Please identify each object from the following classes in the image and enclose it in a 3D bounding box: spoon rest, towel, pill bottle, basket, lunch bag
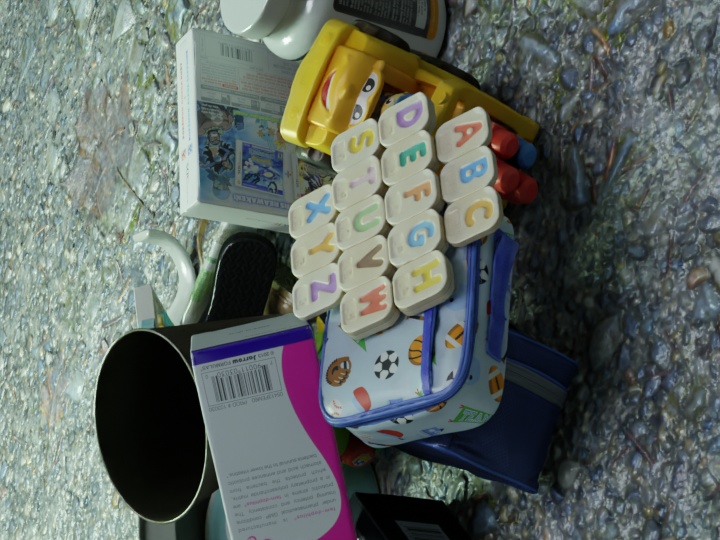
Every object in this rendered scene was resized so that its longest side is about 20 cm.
[{"bbox_3d":[-0.214,0.053,1.948,0.099,0.060,0.202,-13,84,54],"label":"spoon rest"},{"bbox_3d":[-0.134,-0.021,1.799,0.201,0.031,0.149,-65,-3,19],"label":"towel"},{"bbox_3d":[-0.026,-0.248,1.619,0.116,0.199,0.117,-20,64,50],"label":"pill bottle"},{"bbox_3d":[-0.130,0.119,1.582,0.135,0.199,0.182,13,108,33],"label":"basket"},{"bbox_3d":[0.076,0.092,1.432,0.199,0.135,0.133,12,77,50],"label":"lunch bag"},{"bbox_3d":[0.048,0.032,1.333,0.160,0.075,0.201,-19,53,37],"label":"lunch bag"}]

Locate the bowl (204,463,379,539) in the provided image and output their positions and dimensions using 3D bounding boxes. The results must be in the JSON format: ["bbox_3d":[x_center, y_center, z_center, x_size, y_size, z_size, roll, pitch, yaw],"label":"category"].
[{"bbox_3d":[-0.078,0.251,1.647,0.200,0.104,0.203,-18,68,52],"label":"bowl"}]

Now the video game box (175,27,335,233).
[{"bbox_3d":[-0.083,-0.129,1.672,0.047,0.199,0.184,-33,54,51],"label":"video game box"}]

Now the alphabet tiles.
[{"bbox_3d":[0.022,-0.046,1.342,0.195,0.015,0.201,-25,49,26],"label":"alphabet tiles"}]

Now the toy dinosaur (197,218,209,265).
[{"bbox_3d":[-0.142,-0.104,1.815,0.201,0.060,0.106,-64,-2,-3],"label":"toy dinosaur"}]

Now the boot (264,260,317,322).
[{"bbox_3d":[-0.104,0.097,1.765,0.175,0.066,0.202,36,111,66],"label":"boot"}]

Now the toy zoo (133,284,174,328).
[{"bbox_3d":[-0.202,0.099,1.744,0.200,0.020,0.132,78,-178,-71],"label":"toy zoo"}]

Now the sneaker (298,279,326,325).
[{"bbox_3d":[0.000,0.000,1.528,0.076,0.199,0.114,44,88,10],"label":"sneaker"}]

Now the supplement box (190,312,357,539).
[{"bbox_3d":[-0.070,0.146,1.393,0.103,0.100,0.202,-130,29,-82],"label":"supplement box"}]

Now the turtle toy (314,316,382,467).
[{"bbox_3d":[-0.021,0.123,1.541,0.100,0.200,0.147,0,107,35],"label":"turtle toy"}]

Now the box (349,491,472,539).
[{"bbox_3d":[0.027,0.319,1.474,0.149,0.106,0.201,49,120,49],"label":"box"}]

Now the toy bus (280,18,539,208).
[{"bbox_3d":[0.060,-0.116,1.465,0.192,0.199,0.137,27,92,49],"label":"toy bus"}]

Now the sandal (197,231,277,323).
[{"bbox_3d":[-0.130,0.052,1.702,0.048,0.075,0.202,-98,29,-67],"label":"sandal"}]

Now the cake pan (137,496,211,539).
[{"bbox_3d":[-0.159,0.280,1.700,0.036,0.200,0.202,-12,68,19],"label":"cake pan"}]

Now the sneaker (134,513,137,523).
[{"bbox_3d":[-0.203,0.230,1.854,0.200,0.075,0.105,39,118,56],"label":"sneaker"}]
